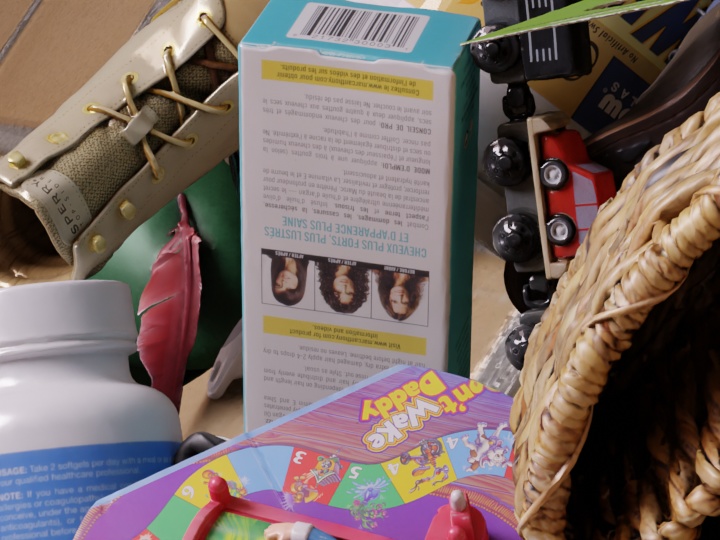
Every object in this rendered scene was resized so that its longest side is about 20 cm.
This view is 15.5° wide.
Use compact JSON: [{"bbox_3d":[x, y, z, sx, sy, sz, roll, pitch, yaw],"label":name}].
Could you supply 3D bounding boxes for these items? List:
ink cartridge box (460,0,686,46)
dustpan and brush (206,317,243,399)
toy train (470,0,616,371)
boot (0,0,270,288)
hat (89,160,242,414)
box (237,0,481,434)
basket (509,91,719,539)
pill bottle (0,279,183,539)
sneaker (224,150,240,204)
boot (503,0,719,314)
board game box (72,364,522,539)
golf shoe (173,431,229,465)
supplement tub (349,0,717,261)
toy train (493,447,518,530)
[{"bbox_3d":[0.140,-0.143,0.889,0.199,0.076,0.148,-23,11,-35],"label":"ink cartridge box"},{"bbox_3d":[-0.012,-0.011,1.255,0.139,0.057,0.201,-26,34,56],"label":"dustpan and brush"},{"bbox_3d":[0.071,-0.024,0.949,0.046,0.201,0.034,-5,5,18],"label":"toy train"},{"bbox_3d":[-0.083,-0.070,1.128,0.155,0.073,0.200,-44,6,-37],"label":"boot"},{"bbox_3d":[-0.055,0.008,1.291,0.176,0.166,0.201,16,71,46],"label":"hat"},{"bbox_3d":[0.000,0.000,0.999,0.049,0.082,0.201,-62,-24,-57],"label":"box"},{"bbox_3d":[0.132,0.036,0.684,0.200,0.142,0.149,-46,19,25],"label":"basket"},{"bbox_3d":[-0.125,0.109,1.108,0.112,0.112,0.201,-18,77,61],"label":"pill bottle"},{"bbox_3d":[-0.046,-0.075,1.291,0.071,0.080,0.200,-54,5,15],"label":"sneaker"},{"bbox_3d":[0.136,-0.054,0.984,0.200,0.075,0.097,-43,3,34],"label":"boot"},{"bbox_3d":[-0.007,0.100,0.861,0.199,0.039,0.158,-23,54,-11],"label":"board game box"},{"bbox_3d":[-0.049,0.144,1.033,0.073,0.092,0.200,-45,22,24],"label":"golf shoe"},{"bbox_3d":[0.081,-0.110,1.064,0.200,0.144,0.144,-55,18,2],"label":"supplement tub"},{"bbox_3d":[0.019,0.149,0.900,0.115,0.085,0.201,-22,38,30],"label":"toy train"}]
